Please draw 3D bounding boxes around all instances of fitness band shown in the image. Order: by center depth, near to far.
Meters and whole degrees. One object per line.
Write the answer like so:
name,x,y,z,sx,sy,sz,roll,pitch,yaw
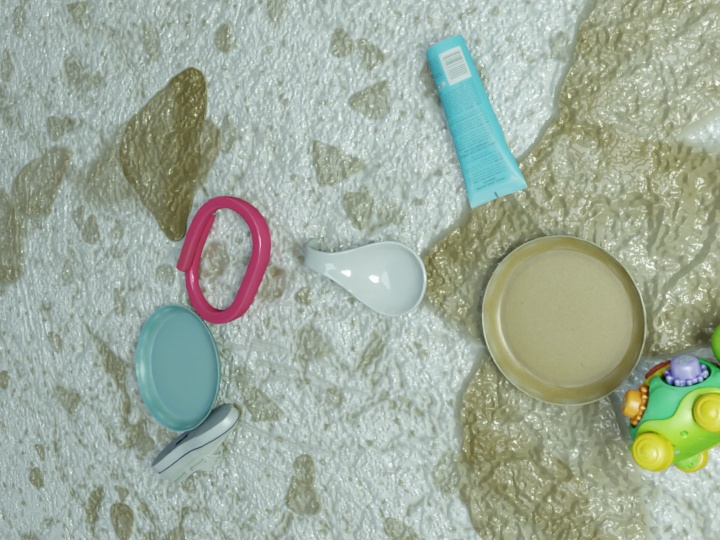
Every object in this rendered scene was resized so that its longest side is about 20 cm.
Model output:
fitness band,-0.211,-0.015,1.171,0.142,0.037,0.203,33,112,21

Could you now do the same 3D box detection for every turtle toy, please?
turtle toy,0.359,0.133,0.798,0.200,0.144,0.102,-43,53,26

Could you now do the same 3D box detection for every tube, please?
tube,0.137,-0.185,0.938,0.076,0.050,0.204,-19,90,35

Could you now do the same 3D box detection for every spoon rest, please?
spoon rest,0.000,0.000,1.030,0.197,0.060,0.102,15,103,29

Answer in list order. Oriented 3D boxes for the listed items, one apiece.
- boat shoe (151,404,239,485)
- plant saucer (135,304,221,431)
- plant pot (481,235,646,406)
boat shoe,-0.251,0.287,1.218,0.199,0.071,0.070,-38,104,25
plant saucer,-0.292,0.157,1.232,0.197,0.027,0.205,1,92,36
plant pot,0.242,0.059,0.912,0.196,0.027,0.205,3,97,30
